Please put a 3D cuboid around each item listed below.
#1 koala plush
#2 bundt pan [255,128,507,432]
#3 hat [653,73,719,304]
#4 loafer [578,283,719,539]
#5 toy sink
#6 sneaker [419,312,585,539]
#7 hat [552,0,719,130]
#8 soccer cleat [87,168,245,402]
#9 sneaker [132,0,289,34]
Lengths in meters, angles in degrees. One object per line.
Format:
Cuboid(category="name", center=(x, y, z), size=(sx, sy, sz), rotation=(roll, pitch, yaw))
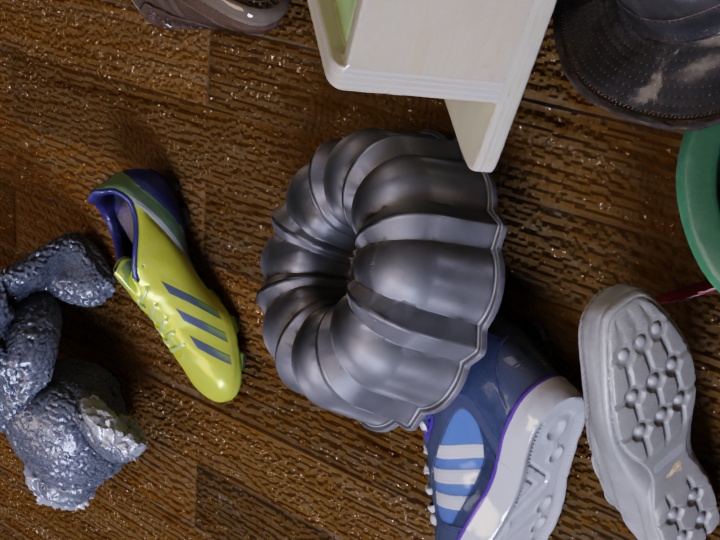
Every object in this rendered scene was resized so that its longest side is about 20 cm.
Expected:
Cuboid(category="koala plush", center=(-0.274, 0.108, 1.069), size=(0.200, 0.184, 0.177), rotation=(53, 131, 0))
Cuboid(category="bundt pan", center=(0.000, 0.000, 0.796), size=(0.201, 0.075, 0.203), rotation=(-21, 63, 50))
Cuboid(category="hat", center=(0.247, -0.034, 0.669), size=(0.199, 0.176, 0.167), rotation=(8, 85, 15))
Cuboid(category="loafer", center=(0.154, 0.086, 0.714), size=(0.070, 0.070, 0.201), rotation=(35, 151, 50))
Cuboid(category="toy sink", center=(0.034, -0.170, 0.690), size=(0.131, 0.111, 0.201), rotation=(-102, 20, -43))
Cuboid(category="sneaker", center=(0.065, 0.112, 0.837), size=(0.146, 0.080, 0.201), rotation=(42, 132, 36))
Cuboid(category="hat", center=(0.163, -0.171, 0.595), size=(0.200, 0.081, 0.202), rotation=(-19, 58, 33))
Cuboid(category="soccer cleat", center=(-0.157, 0.016, 0.984), size=(0.065, 0.084, 0.201), rotation=(-26, 86, 42))
Cuboid(category="sneaker", center=(-0.123, -0.209, 0.912), size=(0.200, 0.070, 0.076), rotation=(38, 142, 32))
